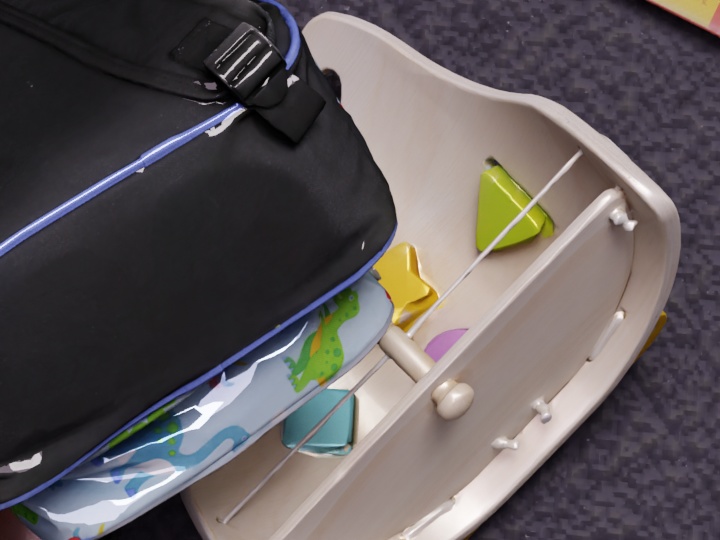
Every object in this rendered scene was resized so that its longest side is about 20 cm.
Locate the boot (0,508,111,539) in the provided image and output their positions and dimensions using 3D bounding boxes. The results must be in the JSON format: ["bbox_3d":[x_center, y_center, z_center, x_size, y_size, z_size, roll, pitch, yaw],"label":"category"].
[{"bbox_3d":[-0.183,0.125,0.945,0.200,0.068,0.188,-19,84,10],"label":"boot"}]

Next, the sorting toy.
[{"bbox_3d":[0.000,0.000,0.924,0.200,0.107,0.180,-46,64,7],"label":"sorting toy"}]

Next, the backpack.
[{"bbox_3d":[-0.101,-0.013,0.840,0.183,0.147,0.200,-36,34,-13],"label":"backpack"}]

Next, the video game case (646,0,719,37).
[{"bbox_3d":[0.155,-0.158,0.943,0.200,0.017,0.143,28,110,11],"label":"video game case"}]
